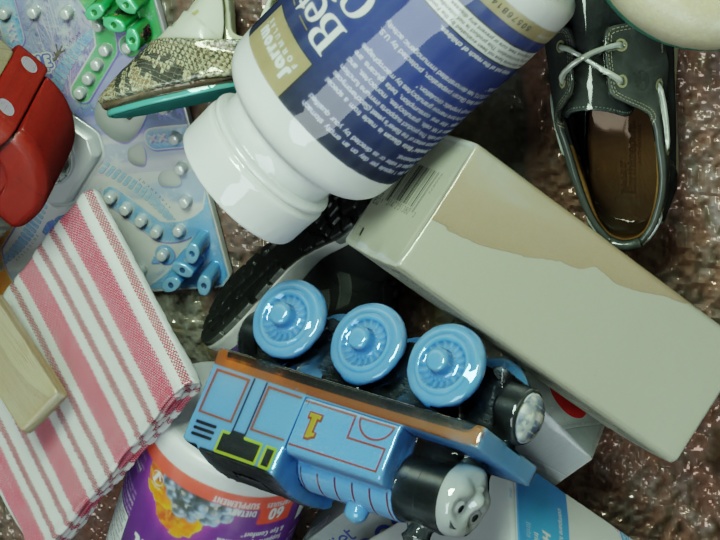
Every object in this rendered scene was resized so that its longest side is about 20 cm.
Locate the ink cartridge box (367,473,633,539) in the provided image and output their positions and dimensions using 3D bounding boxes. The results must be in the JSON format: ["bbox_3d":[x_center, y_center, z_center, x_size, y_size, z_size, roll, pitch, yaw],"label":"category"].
[{"bbox_3d":[0.104,0.216,1.282,0.144,0.085,0.200,-34,128,30],"label":"ink cartridge box"}]

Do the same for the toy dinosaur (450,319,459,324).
[{"bbox_3d":[0.039,0.070,1.254,0.047,0.088,0.200,37,116,-21],"label":"toy dinosaur"}]

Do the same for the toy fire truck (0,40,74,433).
[{"bbox_3d":[-0.227,-0.024,1.278,0.200,0.129,0.176,41,122,-18],"label":"toy fire truck"}]

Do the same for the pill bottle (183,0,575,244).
[{"bbox_3d":[0.004,-0.107,1.118,0.111,0.111,0.200,45,110,-7],"label":"pill bottle"}]

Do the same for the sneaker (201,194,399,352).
[{"bbox_3d":[0.000,0.000,1.271,0.087,0.076,0.200,36,128,-19],"label":"sneaker"}]

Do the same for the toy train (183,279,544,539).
[{"bbox_3d":[0.004,0.080,1.181,0.199,0.087,0.115,15,78,34],"label":"toy train"}]

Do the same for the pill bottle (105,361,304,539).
[{"bbox_3d":[-0.101,0.166,1.359,0.111,0.112,0.201,24,122,6],"label":"pill bottle"}]

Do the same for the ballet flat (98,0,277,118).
[{"bbox_3d":[-0.050,-0.126,1.220,0.199,0.068,0.076,-2,91,12],"label":"ballet flat"}]

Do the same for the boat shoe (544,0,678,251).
[{"bbox_3d":[0.133,-0.109,1.157,0.071,0.068,0.201,-3,113,21],"label":"boat shoe"}]

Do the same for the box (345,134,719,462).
[{"bbox_3d":[0.100,0.013,1.174,0.200,0.095,0.078,35,87,-22],"label":"box"}]

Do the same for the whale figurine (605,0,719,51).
[{"bbox_3d":[0.165,-0.209,1.083,0.158,0.104,0.201,-13,92,-4],"label":"whale figurine"}]

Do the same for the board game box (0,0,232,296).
[{"bbox_3d":[-0.194,-0.070,1.318,0.199,0.026,0.201,-4,115,22],"label":"board game box"}]

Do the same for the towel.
[{"bbox_3d":[-0.175,0.066,1.317,0.200,0.030,0.147,-48,62,36],"label":"towel"}]

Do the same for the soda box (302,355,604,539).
[{"bbox_3d":[0.056,0.125,1.308,0.068,0.063,0.200,45,122,-8],"label":"soda box"}]
